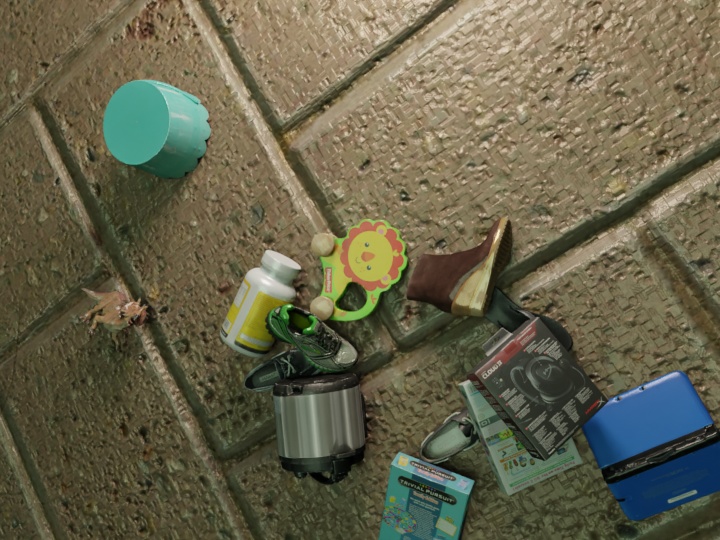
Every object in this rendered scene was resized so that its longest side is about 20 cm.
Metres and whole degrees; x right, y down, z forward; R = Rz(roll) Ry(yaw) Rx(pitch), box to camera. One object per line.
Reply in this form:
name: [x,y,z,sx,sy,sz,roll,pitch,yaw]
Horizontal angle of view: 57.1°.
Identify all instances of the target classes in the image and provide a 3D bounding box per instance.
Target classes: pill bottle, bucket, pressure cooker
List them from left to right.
bucket: [-0.446,-0.308,1.436,0.205,0.135,0.210,0,89,20]
pill bottle: [-0.199,0.067,1.350,0.111,0.112,0.202,30,99,18]
pressure cooker: [-0.079,0.304,1.265,0.176,0.176,0.203,-6,87,13]

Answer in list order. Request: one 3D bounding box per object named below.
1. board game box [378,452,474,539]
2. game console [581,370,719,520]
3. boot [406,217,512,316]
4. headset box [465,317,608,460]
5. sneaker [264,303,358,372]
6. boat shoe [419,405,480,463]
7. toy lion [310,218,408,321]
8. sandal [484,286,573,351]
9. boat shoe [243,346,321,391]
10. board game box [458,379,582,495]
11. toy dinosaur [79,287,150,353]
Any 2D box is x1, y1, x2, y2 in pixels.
board game box: [0.118,0.458,1.231,0.149,0.047,0.202,16,111,20]
game console: [0.508,0.302,1.133,0.199,0.119,0.171,-29,111,18]
boot: [0.182,-0.018,1.234,0.165,0.072,0.202,15,77,34]
headset box: [0.287,0.189,1.112,0.148,0.077,0.200,-39,83,-10]
sneaker: [-0.088,0.133,1.280,0.199,0.085,0.079,30,62,-17]
boat shoe: [0.192,0.293,1.227,0.199,0.060,0.074,-35,76,16]
toy lion: [0.000,0.000,1.310,0.189,0.069,0.203,2,90,13]
sandal: [0.288,0.098,1.204,0.199,0.043,0.077,31,100,18]
boat shoe: [-0.150,0.197,1.351,0.198,0.068,0.072,-23,82,16]
board game box: [0.279,0.269,1.167,0.146,0.064,0.202,-20,81,-6]
toy dinosaur: [-0.552,0.089,1.502,0.136,0.086,0.200,-47,58,3]
